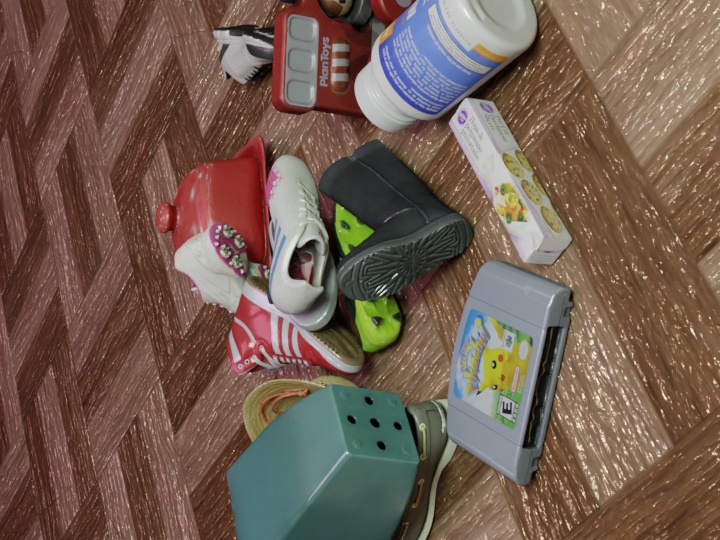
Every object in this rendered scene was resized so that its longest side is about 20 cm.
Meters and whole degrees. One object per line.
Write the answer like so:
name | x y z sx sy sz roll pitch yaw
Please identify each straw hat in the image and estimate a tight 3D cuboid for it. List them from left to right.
straw hat | -0.033 0.173 1.379 0.201 0.200 0.085 -50 8 42

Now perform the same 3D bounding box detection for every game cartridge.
game cartridge | 0.144 0.098 1.179 0.133 0.040 0.202 27 109 59

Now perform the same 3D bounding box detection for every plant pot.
plant pot | -0.032 0.220 1.240 0.201 0.140 0.142 -56 36 36

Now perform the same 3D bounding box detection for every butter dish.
butter dish | -0.214 -0.071 1.630 0.200 0.147 0.202 -28 65 59

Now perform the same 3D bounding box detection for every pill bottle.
pill bottle | 0.081 -0.228 1.225 0.200 0.111 0.113 -33 60 46

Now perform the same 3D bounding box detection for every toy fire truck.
toy fire truck | -0.024 -0.276 1.350 0.112 0.167 0.202 0 87 56

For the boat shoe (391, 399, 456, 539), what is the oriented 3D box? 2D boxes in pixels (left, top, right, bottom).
boat shoe | 0.050 0.233 1.286 0.072 0.060 0.203 42 121 50

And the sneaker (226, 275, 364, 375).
sneaker | -0.084 0.100 1.410 0.199 0.071 0.113 34 107 34

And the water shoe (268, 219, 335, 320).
water shoe | -0.075 0.025 1.512 0.079 0.071 0.202 108 154 -73

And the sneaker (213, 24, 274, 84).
sneaker | -0.143 -0.302 1.639 0.200 0.073 0.081 24 121 60

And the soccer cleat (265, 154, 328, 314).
soccer cleat | -0.064 -0.049 1.328 0.086 0.069 0.202 -34 52 51

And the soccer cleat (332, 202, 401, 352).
soccer cleat | 0.000 0.000 1.386 0.081 0.067 0.202 127 135 -58

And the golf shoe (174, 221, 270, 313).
golf shoe | -0.165 0.022 1.530 0.091 0.201 0.076 -20 35 22

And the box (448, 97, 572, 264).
box | 0.149 -0.093 1.183 0.039 0.041 0.201 -55 43 37

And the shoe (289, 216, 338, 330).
shoe | -0.056 -0.004 1.412 0.071 0.091 0.202 -21 57 12

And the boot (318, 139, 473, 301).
boot | 0.006 -0.061 1.299 0.200 0.164 0.066 48 152 44
